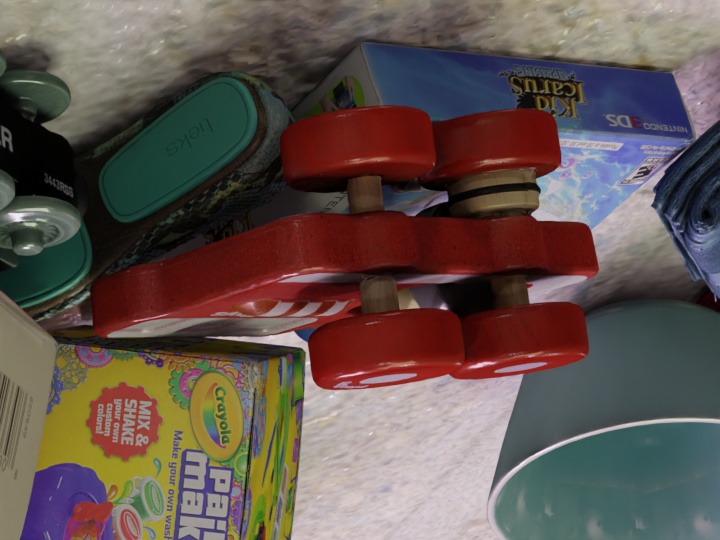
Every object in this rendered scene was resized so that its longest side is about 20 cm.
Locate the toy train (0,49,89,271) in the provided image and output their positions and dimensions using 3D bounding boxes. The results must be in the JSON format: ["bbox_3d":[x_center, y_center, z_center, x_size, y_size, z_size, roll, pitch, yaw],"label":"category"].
[{"bbox_3d":[-0.194,-0.050,1.139,0.113,0.086,0.200,-16,158,22],"label":"toy train"}]

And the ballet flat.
[{"bbox_3d":[-0.111,-0.022,1.265,0.199,0.075,0.074,-25,155,19],"label":"ballet flat"}]

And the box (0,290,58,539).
[{"bbox_3d":[-0.249,0.054,1.190,0.199,0.110,0.128,5,163,17],"label":"box"}]

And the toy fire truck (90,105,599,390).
[{"bbox_3d":[0.000,0.000,1.240,0.199,0.113,0.167,-1,170,-46],"label":"toy fire truck"}]

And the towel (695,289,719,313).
[{"bbox_3d":[0.285,0.017,1.681,0.199,0.023,0.145,-6,154,-27],"label":"towel"}]

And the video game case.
[{"bbox_3d":[0.034,-0.038,1.360,0.199,0.046,0.181,2,150,-38],"label":"video game case"}]

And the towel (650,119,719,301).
[{"bbox_3d":[0.209,-0.041,1.437,0.112,0.049,0.200,-42,159,2],"label":"towel"}]

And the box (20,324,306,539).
[{"bbox_3d":[-0.103,0.133,1.338,0.121,0.201,0.193,6,180,5],"label":"box"}]

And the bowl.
[{"bbox_3d":[0.169,0.089,1.621,0.199,0.106,0.201,-2,150,-1],"label":"bowl"}]
